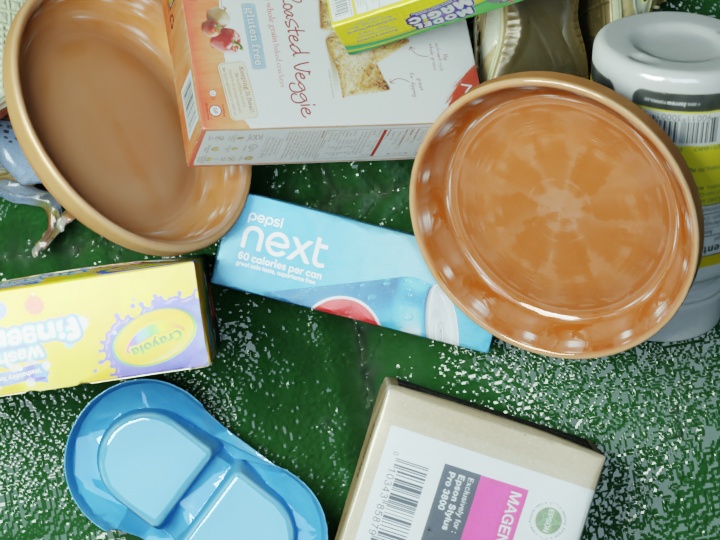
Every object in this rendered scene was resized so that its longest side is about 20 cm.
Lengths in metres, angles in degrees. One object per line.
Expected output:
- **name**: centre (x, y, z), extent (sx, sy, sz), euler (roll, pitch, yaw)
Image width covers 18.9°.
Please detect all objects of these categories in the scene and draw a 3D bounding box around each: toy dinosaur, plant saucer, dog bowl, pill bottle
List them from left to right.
- **toy dinosaur**: centre (-0.272, -0.088, 1.485), extent (0.181, 0.105, 0.200), euler (42, 64, -9)
- **plant saucer**: centre (-0.156, -0.099, 1.422), extent (0.037, 0.200, 0.201), euler (-28, 94, 38)
- **dog bowl**: centre (-0.114, 0.158, 1.518), extent (0.200, 0.050, 0.112), euler (37, 91, -2)
- **plant saucer**: centre (0.129, -0.037, 1.417), extent (0.199, 0.032, 0.201), euler (12, 121, 20)
- **pill bottle**: centre (0.205, -0.062, 1.455), extent (0.113, 0.114, 0.201), euler (1, 119, -2)

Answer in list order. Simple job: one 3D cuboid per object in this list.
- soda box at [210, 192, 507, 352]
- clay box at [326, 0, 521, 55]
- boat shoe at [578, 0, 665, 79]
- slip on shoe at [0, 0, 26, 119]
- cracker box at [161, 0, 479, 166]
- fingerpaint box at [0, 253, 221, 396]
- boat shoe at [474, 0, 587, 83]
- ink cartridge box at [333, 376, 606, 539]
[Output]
- **soda box**: centre (0.000, 0.000, 1.507), extent (0.199, 0.064, 0.068), euler (14, 92, -1)
- **clay box**: centre (0.070, -0.226, 1.410), extent (0.199, 0.048, 0.116), euler (-16, 65, 10)
- **boat shoe**: centre (0.182, -0.205, 1.499), extent (0.066, 0.074, 0.201), euler (-6, 100, -22)
- **slip on shoe**: centre (-0.248, -0.128, 1.429), extent (0.074, 0.061, 0.200), euler (52, 52, -7)
- **cracker box**: centre (-0.025, -0.144, 1.454), extent (0.199, 0.058, 0.135), euler (-3, 66, -19)
- **fingerpaint box**: centre (-0.199, 0.038, 1.452), extent (0.199, 0.167, 0.074), euler (-9, 93, 0)
- **boat shoe**: centre (0.114, -0.156, 1.492), extent (0.074, 0.066, 0.201), euler (1, 102, -14)
- **ink cartridge box**: centre (0.064, 0.194, 1.511), extent (0.164, 0.075, 0.201), euler (17, 91, -1)
